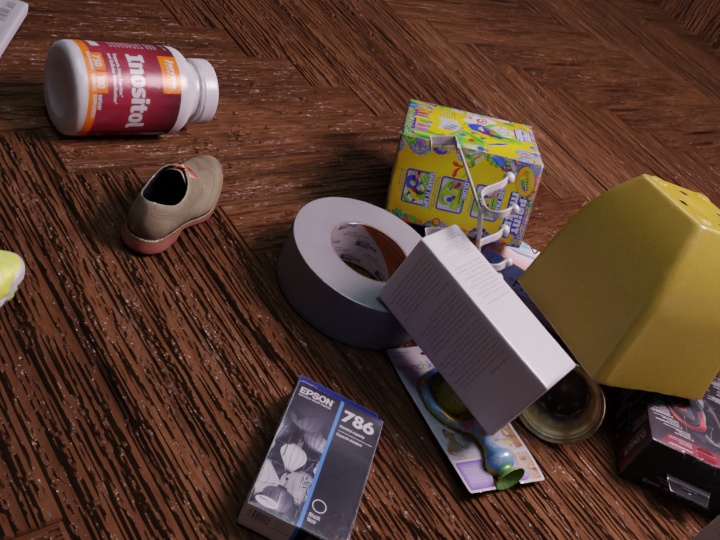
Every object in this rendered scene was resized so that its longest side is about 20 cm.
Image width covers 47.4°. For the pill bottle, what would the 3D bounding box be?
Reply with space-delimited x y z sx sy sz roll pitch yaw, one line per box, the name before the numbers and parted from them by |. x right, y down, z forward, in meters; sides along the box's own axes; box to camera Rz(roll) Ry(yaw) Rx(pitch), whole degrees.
pill bottle | -0.287 -0.230 1.041 0.198 0.114 0.113 -10 51 -40

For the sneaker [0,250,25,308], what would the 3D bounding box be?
sneaker | -0.394 0.003 0.722 0.198 0.077 0.076 -9 48 -42

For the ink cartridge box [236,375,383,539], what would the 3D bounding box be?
ink cartridge box | -0.039 0.176 0.789 0.099 0.039 0.201 26 36 -4

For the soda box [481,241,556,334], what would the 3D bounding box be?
soda box | 0.251 0.025 1.143 0.199 0.064 0.068 32 36 3

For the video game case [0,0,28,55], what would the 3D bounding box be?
video game case | -0.549 -0.328 1.060 0.180 0.023 0.201 17 39 -17

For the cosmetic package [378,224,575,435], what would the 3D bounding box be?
cosmetic package | 0.122 0.062 0.884 0.071 0.102 0.201 -22 68 -45

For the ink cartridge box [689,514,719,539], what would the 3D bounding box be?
ink cartridge box | 0.470 0.264 0.887 0.144 0.201 0.084 -5 47 -37

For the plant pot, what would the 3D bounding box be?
plant pot | 0.347 0.006 0.974 0.194 0.201 0.195 11 31 -30

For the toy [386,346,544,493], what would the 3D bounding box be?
toy | 0.124 0.149 0.921 0.114 0.047 0.201 1 45 -35

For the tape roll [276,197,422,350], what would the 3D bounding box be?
tape roll | 0.000 0.000 1.001 0.198 0.066 0.201 19 38 -15

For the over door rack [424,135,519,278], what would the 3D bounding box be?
over door rack | 0.136 -0.059 0.977 0.066 0.149 0.201 -8 34 -12

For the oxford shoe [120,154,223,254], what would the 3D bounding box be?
oxford shoe | -0.207 -0.096 0.967 0.070 0.075 0.201 26 36 -2

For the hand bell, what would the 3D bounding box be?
hand bell | 0.262 0.125 1.029 0.104 0.105 0.200 35 25 9

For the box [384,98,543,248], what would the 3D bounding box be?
box | 0.143 -0.143 1.154 0.190 0.123 0.200 13 25 2

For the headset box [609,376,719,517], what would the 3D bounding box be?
headset box | 0.396 0.201 1.018 0.147 0.075 0.201 24 36 -6
